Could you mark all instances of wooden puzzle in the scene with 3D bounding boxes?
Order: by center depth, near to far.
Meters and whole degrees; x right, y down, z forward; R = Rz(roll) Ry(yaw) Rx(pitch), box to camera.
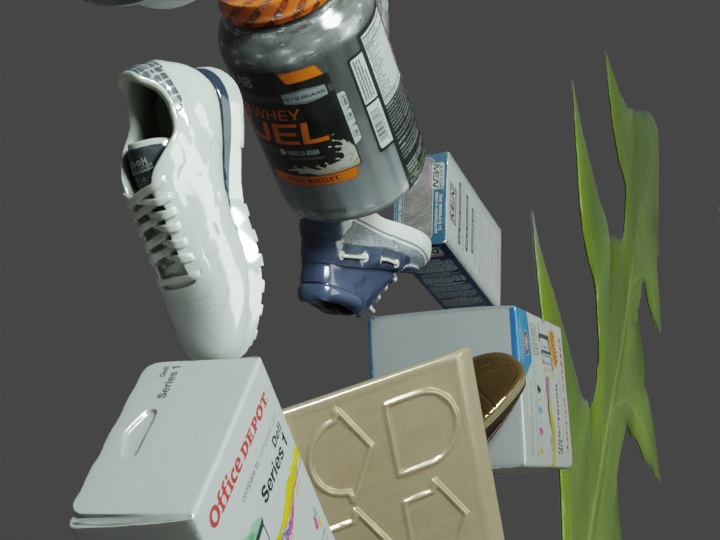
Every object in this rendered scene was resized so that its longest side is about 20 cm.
[{"bbox_3d":[0.018,0.173,1.170,0.199,0.046,0.186,-18,106,-28],"label":"wooden puzzle"}]

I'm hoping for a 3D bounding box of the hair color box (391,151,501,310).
[{"bbox_3d":[0.091,-0.033,1.511,0.200,0.060,0.100,48,41,-60],"label":"hair color box"}]

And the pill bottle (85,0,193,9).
[{"bbox_3d":[-0.151,-0.209,0.806,0.200,0.113,0.114,2,83,-70],"label":"pill bottle"}]

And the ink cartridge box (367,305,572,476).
[{"bbox_3d":[0.108,0.120,1.392,0.200,0.144,0.148,22,64,-69],"label":"ink cartridge box"}]

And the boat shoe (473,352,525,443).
[{"bbox_3d":[0.069,0.155,1.261,0.200,0.072,0.072,-45,137,-13],"label":"boat shoe"}]

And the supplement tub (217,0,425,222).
[{"bbox_3d":[-0.032,-0.145,1.108,0.123,0.122,0.200,-75,151,-45],"label":"supplement tub"}]

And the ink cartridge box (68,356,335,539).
[{"bbox_3d":[-0.087,0.175,0.923,0.145,0.084,0.201,-70,148,-50],"label":"ink cartridge box"}]

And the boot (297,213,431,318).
[{"bbox_3d":[0.000,0.000,1.257,0.200,0.072,0.091,22,72,-60],"label":"boot"}]

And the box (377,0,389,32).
[{"bbox_3d":[-0.023,-0.255,1.271,0.158,0.048,0.201,31,56,-64],"label":"box"}]

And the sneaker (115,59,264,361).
[{"bbox_3d":[-0.117,-0.034,0.940,0.080,0.076,0.201,-5,85,-59],"label":"sneaker"}]
